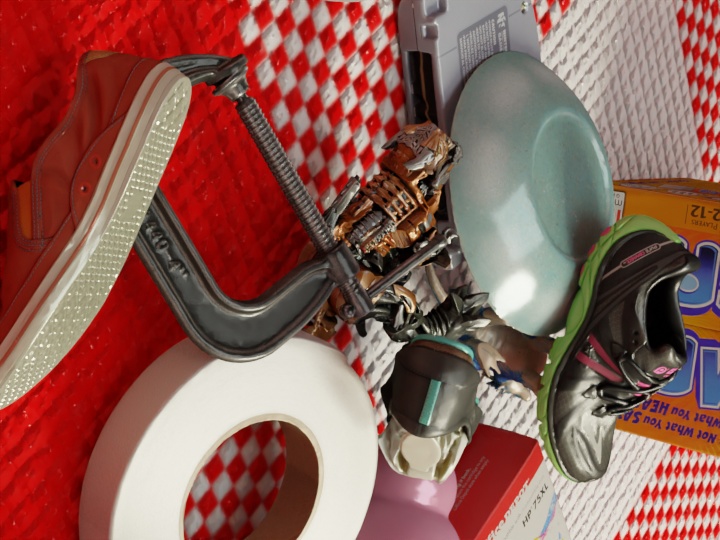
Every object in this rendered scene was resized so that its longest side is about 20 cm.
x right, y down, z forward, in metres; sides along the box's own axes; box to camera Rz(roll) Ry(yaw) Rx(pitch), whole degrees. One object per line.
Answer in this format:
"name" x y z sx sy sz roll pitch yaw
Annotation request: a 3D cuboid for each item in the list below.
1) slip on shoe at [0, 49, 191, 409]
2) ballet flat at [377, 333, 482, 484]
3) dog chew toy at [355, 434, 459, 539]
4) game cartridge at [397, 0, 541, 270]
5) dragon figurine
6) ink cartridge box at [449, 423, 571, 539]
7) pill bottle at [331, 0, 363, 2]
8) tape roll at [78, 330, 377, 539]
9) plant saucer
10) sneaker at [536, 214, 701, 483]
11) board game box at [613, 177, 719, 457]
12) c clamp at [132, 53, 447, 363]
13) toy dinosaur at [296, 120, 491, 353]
"slip on shoe" -0.154 -0.021 0.811 0.202 0.061 0.074 -65 171 2
"ballet flat" 0.039 0.093 0.991 0.200 0.067 0.069 70 34 -74
"dog chew toy" 0.014 0.203 1.057 0.124 0.123 0.202 32 66 -53
"game cartridge" 0.084 -0.117 1.128 0.133 0.040 0.202 -31 124 -42
"dragon figurine" 0.087 0.050 1.158 0.199 0.099 0.059 28 80 -34
"ink cartridge box" 0.096 0.202 1.208 0.116 0.067 0.201 -52 137 -32
"pill bottle" -0.018 -0.262 0.879 0.111 0.110 0.202 17 86 -54
"tape roll" -0.073 0.129 0.942 0.201 0.037 0.205 -17 118 -36
"plant saucer" 0.134 -0.056 1.109 0.200 0.038 0.204 10 77 -51
"sneaker" 0.181 0.064 1.102 0.076 0.083 0.202 -12 122 -50
"board game box" 0.312 0.035 1.344 0.199 0.198 0.202 -6 105 -53
"c clamp" -0.060 -0.042 0.900 0.171 0.027 0.201 -44 109 -27
"toy dinosaur" 0.000 0.000 1.005 0.199 0.103 0.135 -38 147 18
